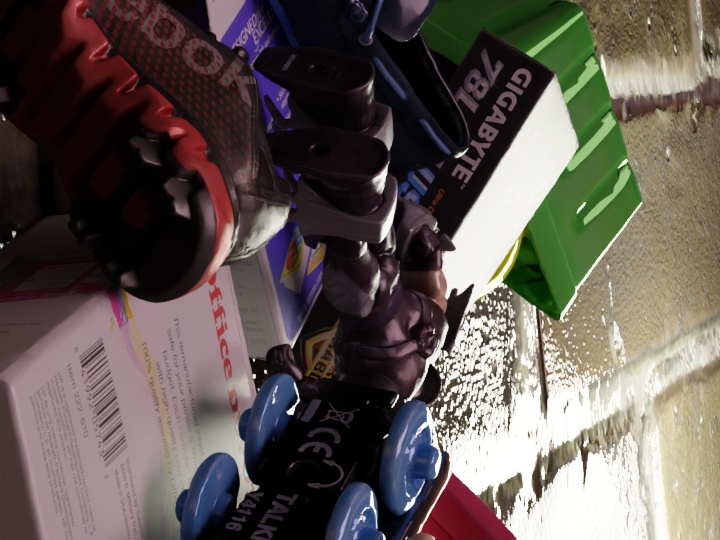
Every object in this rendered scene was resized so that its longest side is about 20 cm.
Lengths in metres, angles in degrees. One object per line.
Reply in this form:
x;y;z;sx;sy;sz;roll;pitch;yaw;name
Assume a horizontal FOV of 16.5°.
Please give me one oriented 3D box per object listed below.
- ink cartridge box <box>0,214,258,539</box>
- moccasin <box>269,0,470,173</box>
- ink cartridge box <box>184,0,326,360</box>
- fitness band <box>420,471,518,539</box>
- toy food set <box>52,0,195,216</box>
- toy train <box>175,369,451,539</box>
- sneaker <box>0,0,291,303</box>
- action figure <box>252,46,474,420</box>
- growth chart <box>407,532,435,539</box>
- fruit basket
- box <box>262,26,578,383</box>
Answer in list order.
-0.114;0.073;0.968;0.200;0.085;0.145;-45;128;-62;ink cartridge box
0.005;-0.124;1.070;0.200;0.068;0.081;67;29;-49;moccasin
-0.039;-0.096;1.113;0.198;0.043;0.200;-64;151;-52;ink cartridge box
-0.003;0.118;1.132;0.143;0.200;0.037;11;107;-30;fitness band
-0.081;-0.039;1.137;0.200;0.049;0.198;-62;143;-56;toy food set
-0.028;0.125;0.956;0.200;0.087;0.114;-57;152;-49;toy train
-0.095;-0.077;0.967;0.098;0.071;0.201;-11;61;-52;sneaker
0.000;0.000;1.070;0.200;0.069;0.130;76;23;-44;action figure
0.007;0.205;0.967;0.145;0.018;0.200;45;61;-73;growth chart
0.053;-0.052;1.435;0.215;0.155;0.216;-20;127;-28;fruit basket
0.035;-0.009;1.246;0.199;0.050;0.200;-59;170;-3;box
